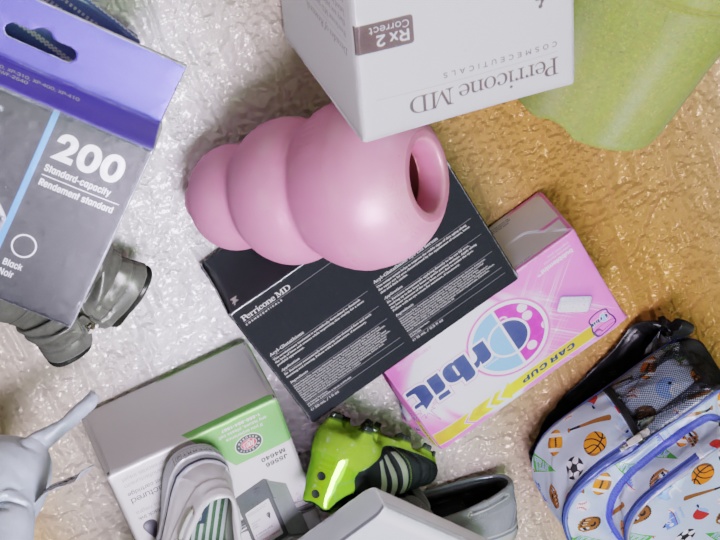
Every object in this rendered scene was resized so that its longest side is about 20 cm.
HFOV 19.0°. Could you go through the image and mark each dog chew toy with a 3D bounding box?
[{"bbox_3d":[-0.039,-0.059,1.545,0.199,0.125,0.125,-4,138,30],"label":"dog chew toy"}]

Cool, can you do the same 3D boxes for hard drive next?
[{"bbox_3d":[0.013,0.241,1.740,0.132,0.027,0.200,-38,147,14],"label":"hard drive"}]

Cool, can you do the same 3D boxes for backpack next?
[{"bbox_3d":[0.250,0.172,1.856,0.190,0.154,0.200,-29,133,8],"label":"backpack"}]

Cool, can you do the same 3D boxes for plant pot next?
[{"bbox_3d":[0.197,-0.197,1.565,0.200,0.201,0.185,3,132,-28],"label":"plant pot"}]

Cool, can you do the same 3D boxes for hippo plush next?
[{"bbox_3d":[-0.315,0.166,1.560,0.160,0.160,0.200,31,124,-26],"label":"hippo plush"}]

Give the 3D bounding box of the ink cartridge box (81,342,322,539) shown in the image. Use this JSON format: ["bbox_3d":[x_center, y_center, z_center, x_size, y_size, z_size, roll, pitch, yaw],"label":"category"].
[{"bbox_3d":[-0.117,0.178,1.714,0.145,0.084,0.201,-25,129,-8],"label":"ink cartridge box"}]

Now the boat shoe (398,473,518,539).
[{"bbox_3d":[0.044,0.213,1.835,0.200,0.070,0.072,-9,114,-24],"label":"boat shoe"}]

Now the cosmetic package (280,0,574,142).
[{"bbox_3d":[0.040,-0.227,1.464,0.164,0.165,0.201,-17,128,-14],"label":"cosmetic package"}]

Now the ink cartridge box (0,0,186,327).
[{"bbox_3d":[-0.244,-0.085,1.443,0.197,0.043,0.201,22,107,-13],"label":"ink cartridge box"}]

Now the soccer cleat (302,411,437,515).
[{"bbox_3d":[0.004,0.164,1.737,0.200,0.067,0.081,23,89,-66],"label":"soccer cleat"}]

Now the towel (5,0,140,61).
[{"bbox_3d":[-0.264,-0.123,1.479,0.145,0.024,0.200,35,101,-32],"label":"towel"}]

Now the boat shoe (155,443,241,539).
[{"bbox_3d":[-0.126,0.229,1.645,0.073,0.067,0.201,-12,127,-16],"label":"boat shoe"}]

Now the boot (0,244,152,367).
[{"bbox_3d":[-0.197,-0.024,1.561,0.200,0.068,0.130,-43,135,16],"label":"boot"}]

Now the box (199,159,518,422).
[{"bbox_3d":[0.000,0.000,1.656,0.200,0.079,0.141,-35,132,0],"label":"box"}]

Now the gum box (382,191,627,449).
[{"bbox_3d":[0.101,0.045,1.742,0.200,0.066,0.114,-35,128,0],"label":"gum box"}]
